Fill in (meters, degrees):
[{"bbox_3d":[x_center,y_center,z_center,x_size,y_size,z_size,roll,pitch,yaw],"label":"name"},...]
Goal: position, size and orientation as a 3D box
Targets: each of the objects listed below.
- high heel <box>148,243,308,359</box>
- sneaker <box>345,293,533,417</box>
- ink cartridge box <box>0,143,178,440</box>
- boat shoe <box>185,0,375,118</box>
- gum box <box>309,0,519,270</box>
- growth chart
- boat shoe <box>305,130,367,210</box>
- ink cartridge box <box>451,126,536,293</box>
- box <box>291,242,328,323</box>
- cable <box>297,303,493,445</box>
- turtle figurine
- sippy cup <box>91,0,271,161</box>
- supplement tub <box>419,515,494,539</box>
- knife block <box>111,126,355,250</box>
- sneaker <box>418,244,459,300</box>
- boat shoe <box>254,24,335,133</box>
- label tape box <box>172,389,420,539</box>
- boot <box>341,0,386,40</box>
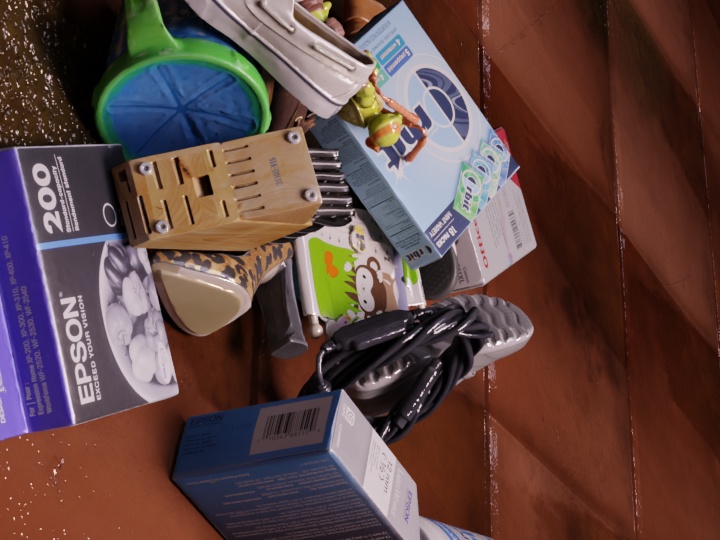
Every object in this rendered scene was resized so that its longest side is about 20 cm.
[{"bbox_3d":[-0.120,-0.017,1.448,0.200,0.071,0.143,32,36,-51],"label":"high heel"},{"bbox_3d":[0.070,0.084,1.677,0.082,0.200,0.075,89,-22,-46],"label":"sneaker"},{"bbox_3d":[-0.213,0.010,1.243,0.200,0.043,0.199,-13,91,-64],"label":"ink cartridge box"},{"bbox_3d":[-0.070,-0.202,1.331,0.200,0.070,0.071,42,21,-20],"label":"boat shoe"},{"bbox_3d":[0.044,-0.128,1.643,0.200,0.045,0.170,54,45,-12],"label":"gum box"},{"bbox_3d":[0.000,0.000,1.590,0.200,0.018,0.145,-2,75,-56],"label":"growth chart"},{"bbox_3d":[-0.033,-0.126,1.664,0.072,0.066,0.201,-40,112,-42],"label":"boat shoe"},{"bbox_3d":[0.110,-0.065,1.921,0.200,0.083,0.146,-29,105,-65],"label":"ink cartridge box"},{"bbox_3d":[-0.023,0.001,1.644,0.200,0.049,0.082,44,40,-50],"label":"box"},{"bbox_3d":[0.034,0.099,1.563,0.051,0.200,0.163,49,-33,37],"label":"cable"},{"bbox_3d":[-0.007,-0.161,1.514,0.161,0.064,0.200,59,4,15],"label":"turtle figurine"},{"bbox_3d":[-0.142,-0.166,1.392,0.139,0.178,0.130,10,48,-19],"label":"sippy cup"},{"bbox_3d":[0.058,0.290,1.578,0.200,0.132,0.132,30,52,-60],"label":"supplement tub"},{"bbox_3d":[-0.098,-0.051,1.387,0.176,0.200,0.064,133,-58,-71],"label":"knife block"},{"bbox_3d":[0.052,-0.049,1.743,0.202,0.067,0.108,56,13,24],"label":"sneaker"},{"bbox_3d":[-0.066,-0.137,1.475,0.200,0.070,0.071,116,-35,-60],"label":"boat shoe"},{"bbox_3d":[-0.036,0.186,1.409,0.200,0.143,0.066,53,34,-41],"label":"label tape box"},{"bbox_3d":[-0.003,-0.216,1.772,0.200,0.074,0.155,52,34,-64],"label":"boot"}]
